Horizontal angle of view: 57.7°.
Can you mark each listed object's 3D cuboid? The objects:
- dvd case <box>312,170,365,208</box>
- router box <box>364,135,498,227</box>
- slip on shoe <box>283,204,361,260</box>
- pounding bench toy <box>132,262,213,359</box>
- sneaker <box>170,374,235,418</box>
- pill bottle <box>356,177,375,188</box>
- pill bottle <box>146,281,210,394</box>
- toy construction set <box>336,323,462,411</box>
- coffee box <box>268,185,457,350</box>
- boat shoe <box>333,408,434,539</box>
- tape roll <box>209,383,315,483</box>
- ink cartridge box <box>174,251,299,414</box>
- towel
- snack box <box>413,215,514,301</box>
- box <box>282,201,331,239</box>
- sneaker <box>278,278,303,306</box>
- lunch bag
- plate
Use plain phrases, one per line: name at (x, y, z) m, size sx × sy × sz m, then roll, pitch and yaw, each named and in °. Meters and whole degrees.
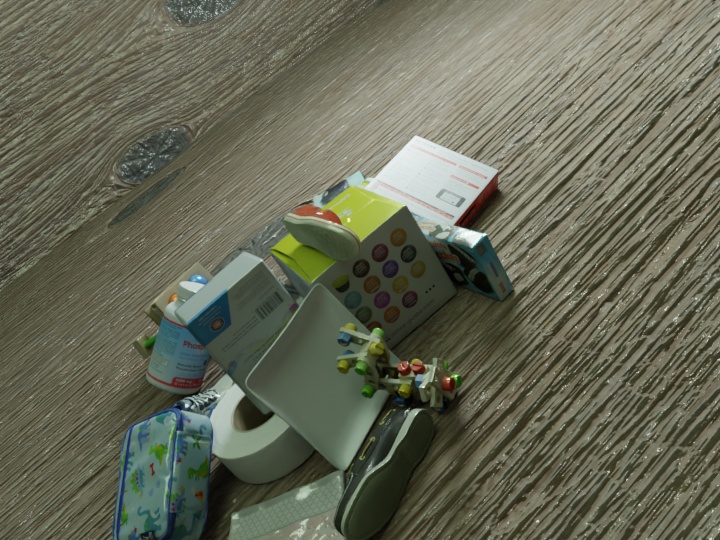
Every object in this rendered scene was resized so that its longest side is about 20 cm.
dvd case at (-0.041, -0.168, 1.591) m, size 0.146 × 0.022 × 0.200 m, roll -30°, pitch 30°, yaw 7°
router box at (0.140, -0.161, 1.283) m, size 0.200 × 0.049 × 0.180 m, roll 30°, pitch 63°, yaw 26°
slip on shoe at (-0.054, -0.066, 1.005) m, size 0.061 × 0.074 × 0.200 m, roll -40°, pitch 28°, yaw -16°
pounding bench toy at (-0.383, 0.103, 1.378) m, size 0.200 × 0.124 × 0.156 m, roll -49°, pitch 13°, yaw -25°
sneaker at (-0.282, 0.250, 1.146) m, size 0.077 × 0.085 × 0.200 m, roll -4°, pitch 40°, yaw 42°
pill bottle at (-0.021, -0.092, 1.366) m, size 0.200 × 0.111 × 0.111 m, roll -41°, pitch 30°, yaw -13°
pill bottle at (-0.336, 0.128, 1.264) m, size 0.109 × 0.109 × 0.200 m, roll 30°, pitch 104°, yaw 58°
toy construction set at (0.063, 0.141, 0.911) m, size 0.200 × 0.131 × 0.092 m, roll 11°, pitch 51°, yaw 46°
coffee box at (0.000, 0.000, 1.120) m, size 0.200 × 0.198 × 0.200 m, roll -39°, pitch 30°, yaw -10°
boat shoe at (0.024, 0.260, 0.846) m, size 0.061 × 0.072 × 0.201 m, roll -2°, pitch 34°, yaw 43°
tape roll at (-0.146, 0.236, 1.047) m, size 0.202 × 0.071 × 0.203 m, roll -25°, pitch 31°, yaw 16°
ink cartridge box at (-0.160, 0.096, 0.996) m, size 0.145 × 0.200 × 0.085 m, roll -42°, pitch 27°, yaw -16°
towel at (-0.099, 0.368, 0.844) m, size 0.200 × 0.032 × 0.191 m, roll -26°, pitch 31°, yaw 16°
snack box at (0.155, -0.025, 1.086) m, size 0.037 × 0.116 × 0.200 m, roll -42°, pitch 30°, yaw -15°
box at (-0.068, -0.093, 1.445) m, size 0.200 × 0.082 × 0.049 m, roll -38°, pitch 29°, yaw -8°
sneaker at (-0.162, 0.067, 1.316) m, size 0.200 × 0.076 × 0.091 m, roll 2°, pitch 53°, yaw 50°
lunch bag at (-0.304, 0.322, 0.993) m, size 0.161 × 0.082 × 0.200 m, roll -23°, pitch 56°, yaw 35°
plate at (-0.049, 0.154, 0.955) m, size 0.032 × 0.200 × 0.200 m, roll -23°, pitch 26°, yaw 52°
